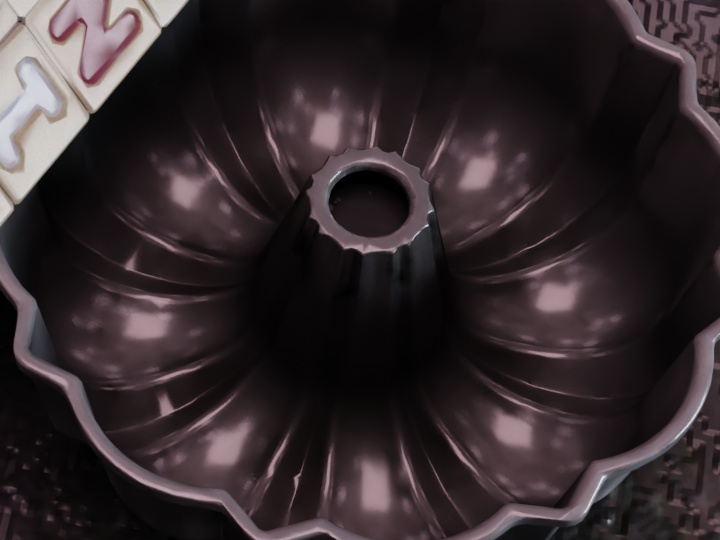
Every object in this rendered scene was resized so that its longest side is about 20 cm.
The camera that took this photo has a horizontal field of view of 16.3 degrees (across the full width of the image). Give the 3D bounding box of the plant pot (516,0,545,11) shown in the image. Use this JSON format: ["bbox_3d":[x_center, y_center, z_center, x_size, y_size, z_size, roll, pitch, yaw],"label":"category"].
[{"bbox_3d":[0.039,-0.210,0.748,0.200,0.200,0.196,31,53,12],"label":"plant pot"}]

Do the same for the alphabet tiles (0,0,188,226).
[{"bbox_3d":[-0.110,-0.097,0.603,0.006,0.166,0.200,5,49,44],"label":"alphabet tiles"}]

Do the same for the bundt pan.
[{"bbox_3d":[0.000,0.000,0.678,0.202,0.076,0.202,2,60,-4],"label":"bundt pan"}]
